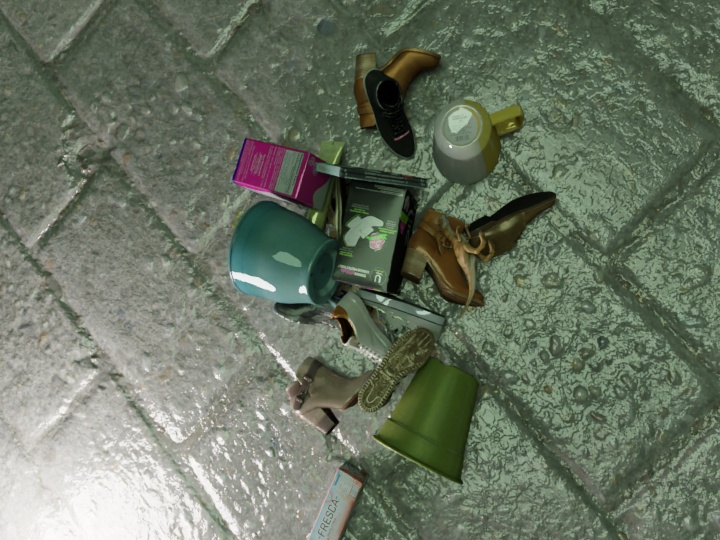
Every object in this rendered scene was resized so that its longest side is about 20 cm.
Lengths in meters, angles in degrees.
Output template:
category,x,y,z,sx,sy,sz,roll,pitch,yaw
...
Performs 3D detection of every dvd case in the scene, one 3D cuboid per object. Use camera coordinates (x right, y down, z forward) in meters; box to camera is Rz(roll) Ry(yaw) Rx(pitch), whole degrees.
category,x,y,z,sx,sy,sz,roll,pitch,yaw
dvd case,0.021,-0.193,1.188,0.193,0.145,0.023,5,101,-25

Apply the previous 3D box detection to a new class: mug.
category,x,y,z,sx,sy,sz,roll,pitch,yaw
mug,0.220,-0.282,1.183,0.149,0.153,0.188,40,96,14

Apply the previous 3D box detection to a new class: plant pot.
category,x,y,z,sx,sy,sz,roll,pitch,yaw
plant pot,-0.142,-0.021,1.216,0.183,0.199,0.207,19,91,28
plant pot,0.146,0.282,1.159,0.195,0.200,0.195,22,80,15

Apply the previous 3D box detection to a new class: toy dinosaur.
category,x,y,z,sx,sy,sz,roll,pitch,yaw
toy dinosaur,0.215,-0.022,1.167,0.104,0.060,0.206,-28,72,31

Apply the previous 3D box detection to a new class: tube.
category,x,y,z,sx,sy,sz,roll,pitch,yaw
tube,-0.082,-0.188,1.310,0.056,0.052,0.208,12,88,0

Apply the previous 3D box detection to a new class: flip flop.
category,x,y,z,sx,sy,sz,roll,pitch,yaw
flip flop,-0.046,-0.116,1.282,0.056,0.080,0.209,-2,85,29

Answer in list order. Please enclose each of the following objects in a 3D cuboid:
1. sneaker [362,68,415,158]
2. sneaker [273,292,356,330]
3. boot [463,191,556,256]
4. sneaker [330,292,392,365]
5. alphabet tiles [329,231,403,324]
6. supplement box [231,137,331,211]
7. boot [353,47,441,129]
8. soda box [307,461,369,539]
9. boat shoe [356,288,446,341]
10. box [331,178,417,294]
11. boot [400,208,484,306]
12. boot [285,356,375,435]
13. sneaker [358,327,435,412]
category,x,y,z,sx,sy,sz,roll,pitch,yaw
sneaker,0.068,-0.313,1.213,0.069,0.100,0.204,-28,115,0
sneaker,-0.094,0.078,1.284,0.192,0.073,0.085,7,92,5
boot,0.313,-0.094,1.201,0.195,0.074,0.077,-27,105,10
sneaker,0.005,0.152,1.220,0.085,0.072,0.203,-42,103,-33
alphabet tiles,0.000,0.000,1.297,0.195,0.008,0.172,25,93,15
supplement box,-0.169,-0.209,1.280,0.195,0.100,0.107,20,91,32
boot,0.080,-0.389,1.270,0.192,0.077,0.162,-3,92,4
soda box,-0.052,0.516,1.242,0.062,0.068,0.206,24,92,15
boat shoe,0.076,0.105,1.236,0.195,0.075,0.089,20,94,1
box,0.034,-0.064,1.211,0.120,0.148,0.208,12,88,15
boot,0.191,-0.026,1.218,0.195,0.074,0.159,27,74,-5
boot,-0.070,0.245,1.270,0.200,0.070,0.146,-46,69,1
sneaker,0.069,0.199,1.177,0.070,0.109,0.200,42,81,11
